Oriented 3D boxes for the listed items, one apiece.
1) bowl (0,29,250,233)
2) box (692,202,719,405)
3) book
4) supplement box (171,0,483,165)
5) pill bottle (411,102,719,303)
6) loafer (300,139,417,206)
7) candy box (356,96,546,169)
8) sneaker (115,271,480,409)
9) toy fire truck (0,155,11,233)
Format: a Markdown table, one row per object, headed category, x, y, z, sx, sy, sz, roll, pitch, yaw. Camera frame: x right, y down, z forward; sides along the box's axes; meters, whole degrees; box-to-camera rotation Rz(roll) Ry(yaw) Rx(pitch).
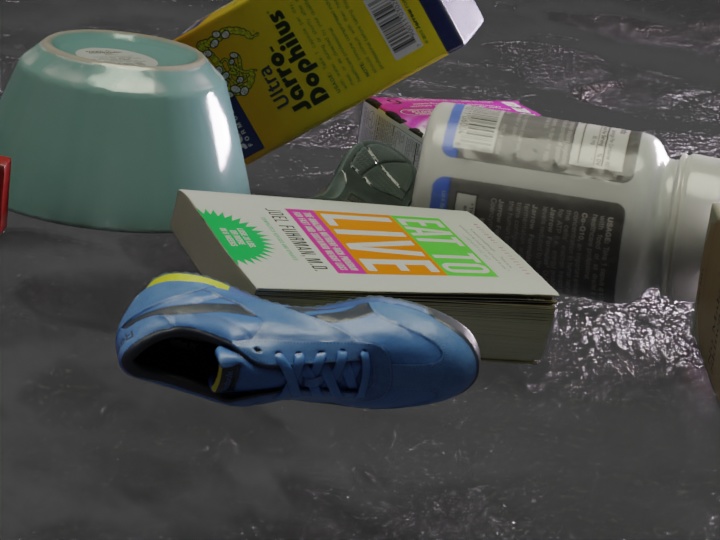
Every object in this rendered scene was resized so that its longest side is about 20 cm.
| category | x | y | z | sx | sy | sz | roll | pitch | yaw |
| --- | --- | --- | --- | --- | --- | --- | --- | --- | --- |
| bowl | -0.167 | -0.103 | 1.788 | 0.199 | 0.106 | 0.201 | 8 | 16 | -2 |
| box | 0.253 | 0.030 | 1.543 | 0.077 | 0.096 | 0.200 | 6 | 15 | -2 |
| book | 0.000 | 0.000 | 1.544 | 0.199 | 0.048 | 0.134 | 3 | 27 | -28 |
| supplement box | -0.025 | -0.177 | 1.925 | 0.199 | 0.110 | 0.109 | -28 | 8 | 16 |
| pill bottle | 0.138 | -0.040 | 1.693 | 0.199 | 0.115 | 0.114 | 10 | 16 | 8 |
| loafer | -0.019 | -0.015 | 1.656 | 0.072 | 0.063 | 0.200 | 37 | 35 | 4 |
| candy box | 0.095 | -0.074 | 1.882 | 0.135 | 0.061 | 0.200 | 0 | 18 | -24 |
| sneaker | -0.036 | 0.052 | 1.409 | 0.199 | 0.066 | 0.079 | 8 | 28 | 5 |
| toy fire truck | -0.331 | -0.048 | 1.627 | 0.198 | 0.049 | 0.141 | 8 | 16 | 5 |
